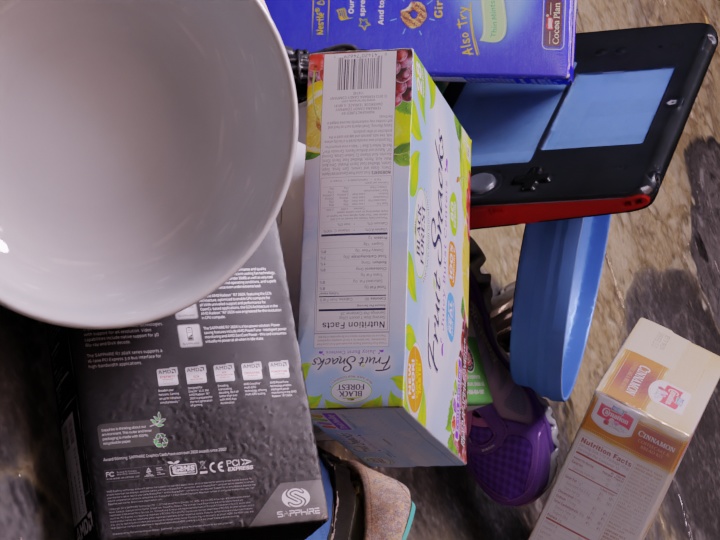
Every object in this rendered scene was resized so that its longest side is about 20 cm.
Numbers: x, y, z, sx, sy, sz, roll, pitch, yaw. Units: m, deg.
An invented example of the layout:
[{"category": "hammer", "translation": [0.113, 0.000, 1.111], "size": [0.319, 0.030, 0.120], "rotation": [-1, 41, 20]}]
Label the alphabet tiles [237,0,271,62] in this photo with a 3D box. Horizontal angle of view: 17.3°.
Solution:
[{"category": "alphabet tiles", "translation": [-0.117, -0.152, 1.246], "size": [0.015, 0.195, 0.201], "rotation": [-26, 99, -33]}]

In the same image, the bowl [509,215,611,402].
[{"category": "bowl", "translation": [0.136, -0.014, 1.571], "size": [0.201, 0.039, 0.202], "rotation": [10, 90, -80]}]

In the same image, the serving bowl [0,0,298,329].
[{"category": "serving bowl", "translation": [-0.133, -0.073, 1.162], "size": [0.066, 0.199, 0.201], "rotation": [-173, -119, -76]}]

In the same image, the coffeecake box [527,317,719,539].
[{"category": "coffeecake box", "translation": [0.173, 0.155, 1.644], "size": [0.201, 0.073, 0.154], "rotation": [-68, 170, 23]}]

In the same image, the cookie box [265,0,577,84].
[{"category": "cookie box", "translation": [0.037, -0.205, 1.481], "size": [0.075, 0.198, 0.173], "rotation": [6, 87, -83]}]

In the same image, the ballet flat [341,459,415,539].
[{"category": "ballet flat", "translation": [-0.015, 0.182, 1.376], "size": [0.067, 0.068, 0.200], "rotation": [41, 27, -17]}]

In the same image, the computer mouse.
[{"category": "computer mouse", "translation": [-0.048, -0.044, 1.391], "size": [0.044, 0.109, 0.202], "rotation": [127, -33, -71]}]

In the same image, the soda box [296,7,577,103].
[{"category": "soda box", "translation": [0.038, -0.173, 1.565], "size": [0.063, 0.199, 0.071], "rotation": [-4, 77, -73]}]

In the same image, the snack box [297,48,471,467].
[{"category": "snack box", "translation": [0.016, -0.002, 1.329], "size": [0.169, 0.067, 0.202], "rotation": [48, 41, -69]}]

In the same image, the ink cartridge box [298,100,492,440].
[{"category": "ink cartridge box", "translation": [0.000, 0.000, 1.501], "size": [0.146, 0.084, 0.201], "rotation": [6, 67, -65]}]

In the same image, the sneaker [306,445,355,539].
[{"category": "sneaker", "translation": [-0.061, 0.093, 1.306], "size": [0.111, 0.076, 0.201], "rotation": [20, 52, -65]}]

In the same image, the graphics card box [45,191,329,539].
[{"category": "graphics card box", "translation": [-0.094, 0.044, 1.212], "size": [0.125, 0.051, 0.201], "rotation": [-4, 70, -23]}]

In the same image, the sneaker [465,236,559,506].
[{"category": "sneaker", "translation": [0.066, 0.073, 1.619], "size": [0.088, 0.080, 0.201], "rotation": [-23, 90, -61]}]

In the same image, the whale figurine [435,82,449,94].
[{"category": "whale figurine", "translation": [0.023, -0.167, 1.698], "size": [0.159, 0.104, 0.200], "rotation": [49, 7, -44]}]

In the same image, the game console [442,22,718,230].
[{"category": "game console", "translation": [0.123, -0.094, 1.491], "size": [0.031, 0.176, 0.200], "rotation": [66, 32, -29]}]

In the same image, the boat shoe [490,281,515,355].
[{"category": "boat shoe", "translation": [0.124, 0.039, 1.781], "size": [0.057, 0.067, 0.200], "rotation": [66, 19, -1]}]
